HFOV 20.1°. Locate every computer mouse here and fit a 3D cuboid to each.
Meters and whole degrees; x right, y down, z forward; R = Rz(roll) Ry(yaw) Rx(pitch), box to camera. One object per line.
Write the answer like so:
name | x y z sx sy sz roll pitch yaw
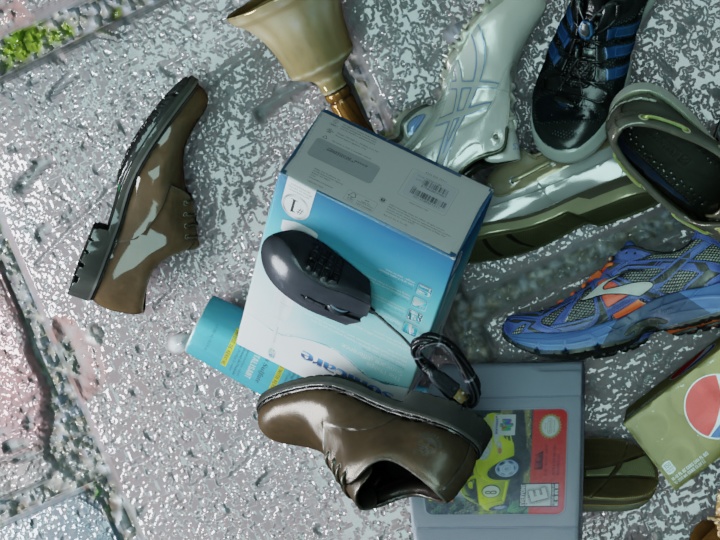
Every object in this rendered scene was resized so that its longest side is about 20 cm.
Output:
computer mouse | 0.007 0.041 1.486 0.199 0.034 0.059 36 137 -6

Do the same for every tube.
tube | -0.042 0.087 1.630 0.199 0.050 0.078 27 108 2

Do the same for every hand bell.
hand bell | -0.015 -0.131 1.591 0.103 0.104 0.201 -24 104 12

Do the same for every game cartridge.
game cartridge | 0.104 0.154 1.545 0.132 0.201 0.041 -5 140 13

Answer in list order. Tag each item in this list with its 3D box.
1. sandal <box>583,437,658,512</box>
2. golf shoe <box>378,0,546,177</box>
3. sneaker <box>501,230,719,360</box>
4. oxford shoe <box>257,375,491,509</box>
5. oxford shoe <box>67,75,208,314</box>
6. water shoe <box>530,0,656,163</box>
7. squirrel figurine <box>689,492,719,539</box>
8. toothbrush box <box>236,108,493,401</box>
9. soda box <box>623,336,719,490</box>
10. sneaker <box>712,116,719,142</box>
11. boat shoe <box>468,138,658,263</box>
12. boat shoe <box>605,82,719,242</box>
sandal | 0.133 0.164 1.594 0.198 0.081 0.054 6 139 6
golf shoe | 0.096 -0.125 1.548 0.097 0.078 0.201 37 95 18
sneaker | 0.203 0.020 1.564 0.198 0.075 0.079 -15 77 14
oxford shoe | -0.006 0.131 1.522 0.199 0.073 0.085 7 59 37
oxford shoe | -0.159 -0.059 1.630 0.084 0.073 0.201 23 103 -8
water shoe | 0.171 -0.181 1.517 0.071 0.079 0.202 17 80 27
squirrel figurine | 0.329 0.183 1.485 0.141 0.200 0.188 32 113 13
toothbrush box | 0.000 0.000 1.539 0.145 0.086 0.201 25 137 8
soda box | 0.298 0.077 1.550 0.200 0.064 0.068 -39 88 12
sneaker | 0.300 -0.105 1.524 0.077 0.077 0.202 4 100 8
boat shoe | 0.133 -0.059 1.570 0.198 0.075 0.069 -16 73 14
boat shoe | 0.262 -0.056 1.485 0.201 0.060 0.072 36 120 -6
